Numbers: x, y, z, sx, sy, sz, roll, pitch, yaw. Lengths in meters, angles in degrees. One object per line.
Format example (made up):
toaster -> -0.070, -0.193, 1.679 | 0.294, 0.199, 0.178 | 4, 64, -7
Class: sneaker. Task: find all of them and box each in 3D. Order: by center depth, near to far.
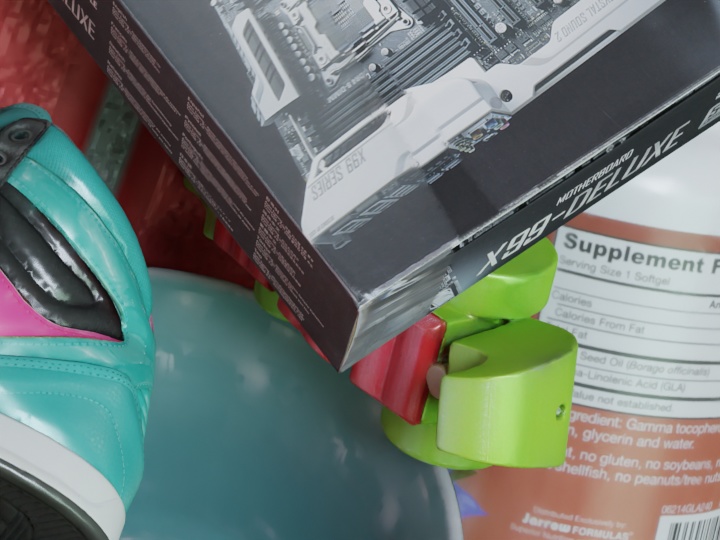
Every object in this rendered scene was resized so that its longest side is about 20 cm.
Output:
sneaker -> -0.137, -0.008, 0.777 | 0.200, 0.084, 0.121 | 34, 47, -14

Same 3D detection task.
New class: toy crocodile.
toy crocodile -> 0.000, 0.000, 0.804 | 0.062, 0.200, 0.068 | -7, 124, -35

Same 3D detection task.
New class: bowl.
bowl -> -0.072, 0.108, 0.832 | 0.200, 0.201, 0.105 | -27, 147, -24

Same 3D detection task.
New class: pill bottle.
pill bottle -> 0.074, 0.006, 0.855 | 0.112, 0.112, 0.201 | 0, 107, -38

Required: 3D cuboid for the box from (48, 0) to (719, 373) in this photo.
box -> -0.001, -0.095, 0.759 | 0.157, 0.200, 0.050 | -32, 164, -20
